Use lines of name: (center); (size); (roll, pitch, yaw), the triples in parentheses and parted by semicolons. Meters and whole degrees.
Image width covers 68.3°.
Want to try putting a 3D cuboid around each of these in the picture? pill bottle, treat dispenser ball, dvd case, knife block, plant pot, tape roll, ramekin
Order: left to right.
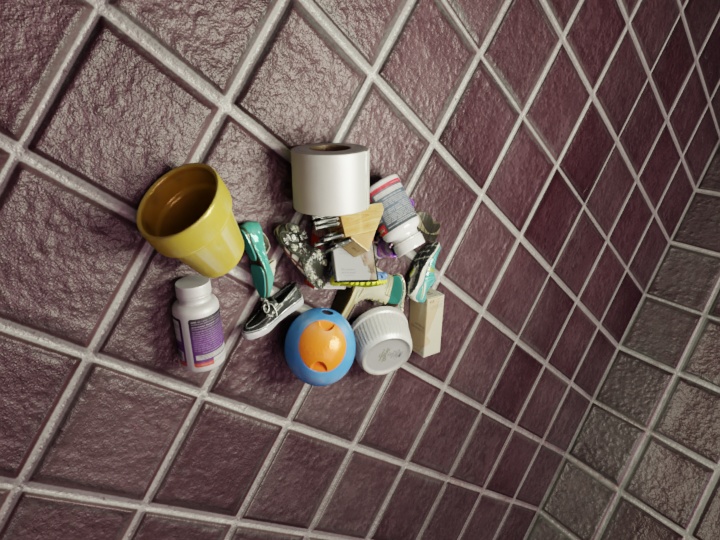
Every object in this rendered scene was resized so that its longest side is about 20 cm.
pill bottle: (-0.381, 0.122, 1.247); (0.108, 0.110, 0.208); (-15, 115, -32)
plant pot: (-0.349, -0.093, 1.156); (0.202, 0.198, 0.191); (-47, 144, -14)
treat dispenser ball: (-0.109, 0.205, 1.434); (0.195, 0.199, 0.209); (-14, 115, -33)
tape roll: (-0.073, -0.230, 1.308); (0.197, 0.200, 0.145); (-15, 114, -33)
knife block: (-0.042, -0.128, 1.343); (0.174, 0.063, 0.205); (37, 58, -25)
dvd case: (-0.022, -0.072, 1.397); (0.139, 0.017, 0.209); (0, 77, -38)
ramekin: (0.064, 0.217, 1.587); (0.192, 0.107, 0.205); (-11, 133, -12)
pill bottle: (0.096, -0.148, 1.469); (0.117, 0.119, 0.205); (-27, 88, -26)

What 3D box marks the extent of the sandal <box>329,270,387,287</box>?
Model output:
sandal: (0.000, 0.000, 1.448); (0.196, 0.078, 0.091); (8, 77, -45)

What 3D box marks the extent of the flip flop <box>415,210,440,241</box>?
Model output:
flip flop: (0.194, -0.138, 1.636); (0.198, 0.057, 0.083); (8, 109, -63)

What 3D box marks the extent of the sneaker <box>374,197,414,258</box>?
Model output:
sneaker: (0.114, -0.119, 1.569); (0.080, 0.087, 0.205); (32, 84, -39)

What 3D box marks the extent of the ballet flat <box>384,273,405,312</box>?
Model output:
ballet flat: (0.107, 0.101, 1.667); (0.064, 0.073, 0.208); (-32, 133, -62)

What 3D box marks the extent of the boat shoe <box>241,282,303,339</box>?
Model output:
boat shoe: (-0.232, 0.101, 1.381); (0.196, 0.073, 0.070); (-33, 125, -26)

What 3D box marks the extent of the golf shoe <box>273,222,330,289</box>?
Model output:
golf shoe: (-0.148, -0.041, 1.373); (0.077, 0.087, 0.203); (-44, 118, -22)

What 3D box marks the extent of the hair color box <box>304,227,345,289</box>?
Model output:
hair color box: (-0.081, -0.056, 1.453); (0.108, 0.063, 0.209); (0, 105, -37)

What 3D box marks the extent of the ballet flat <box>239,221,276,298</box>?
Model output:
ballet flat: (-0.246, -0.030, 1.328); (0.070, 0.066, 0.207); (-33, 123, -35)

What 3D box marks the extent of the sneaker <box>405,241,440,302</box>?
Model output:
sneaker: (0.205, 0.004, 1.676); (0.079, 0.076, 0.206); (33, 74, -30)

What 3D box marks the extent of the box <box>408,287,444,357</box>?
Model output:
box: (0.214, 0.168, 1.748); (0.075, 0.094, 0.208); (-11, 111, -33)

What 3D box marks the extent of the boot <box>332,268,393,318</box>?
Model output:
boot: (0.010, 0.077, 1.568); (0.153, 0.071, 0.205); (31, 84, -40)
